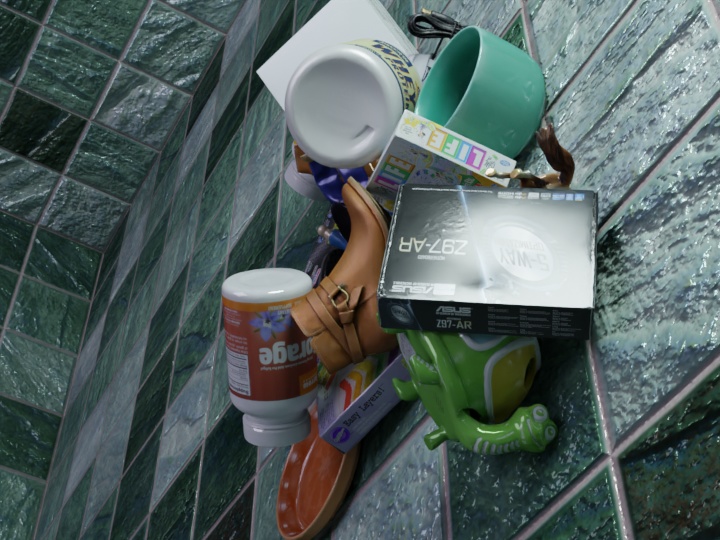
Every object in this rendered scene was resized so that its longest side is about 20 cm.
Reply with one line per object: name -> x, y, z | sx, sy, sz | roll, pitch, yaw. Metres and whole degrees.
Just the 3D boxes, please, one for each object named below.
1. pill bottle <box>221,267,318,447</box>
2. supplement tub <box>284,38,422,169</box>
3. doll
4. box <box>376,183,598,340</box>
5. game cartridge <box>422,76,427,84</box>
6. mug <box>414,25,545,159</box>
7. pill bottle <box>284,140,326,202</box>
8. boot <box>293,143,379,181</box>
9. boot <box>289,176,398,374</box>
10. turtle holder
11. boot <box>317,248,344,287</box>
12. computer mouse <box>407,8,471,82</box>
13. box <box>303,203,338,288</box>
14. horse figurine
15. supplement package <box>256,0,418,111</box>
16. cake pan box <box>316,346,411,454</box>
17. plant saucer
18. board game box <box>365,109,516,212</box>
pill bottle -> -0.107, 0.106, 1.451 | 0.112, 0.111, 0.202 | -136, 40, -69
supplement tub -> -0.001, -0.210, 1.470 | 0.146, 0.144, 0.200 | -60, -5, 19
doll -> -0.009, -0.080, 1.622 | 0.136, 0.201, 0.048 | -27, 2, 30
box -> 0.124, -0.012, 1.131 | 0.044, 0.198, 0.161 | 82, -164, -44
game cartridge -> 0.077, -0.180, 1.573 | 0.133, 0.041, 0.201 | -50, 19, 46
mug -> 0.140, -0.188, 1.414 | 0.185, 0.114, 0.153 | -40, 33, 53
pill bottle -> -0.041, -0.215, 1.922 | 0.201, 0.112, 0.113 | -58, 21, 24
boot -> -0.021, -0.142, 1.688 | 0.153, 0.074, 0.202 | -2, 85, 23
boot -> -0.015, 0.007, 1.380 | 0.155, 0.201, 0.077 | -31, -10, 10
turtle holder -> 0.108, 0.091, 1.147 | 0.185, 0.131, 0.142 | -142, 33, -69
boot -> -0.070, 0.074, 1.662 | 0.131, 0.069, 0.202 | -17, 58, 45
computer mouse -> 0.090, -0.264, 1.675 | 0.044, 0.109, 0.201 | -87, 19, -58
box -> -0.022, -0.042, 1.779 | 0.202, 0.044, 0.160 | -68, 19, -3
horse figurine -> 0.160, -0.066, 1.251 | 0.200, 0.132, 0.050 | -45, 53, 33
supplement package -> -0.024, -0.296, 1.778 | 0.200, 0.156, 0.111 | -40, -16, 15
cake pan box -> 0.017, 0.098, 1.473 | 0.184, 0.052, 0.201 | -44, 26, 22
plant saucer -> -0.051, 0.256, 1.544 | 0.201, 0.032, 0.201 | -51, 25, 35
board game box -> 0.084, -0.102, 1.358 | 0.200, 0.133, 0.034 | 122, 172, -71
